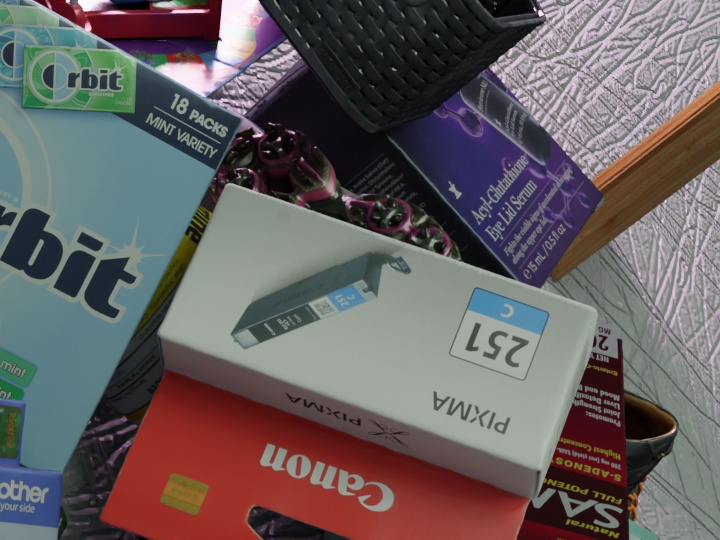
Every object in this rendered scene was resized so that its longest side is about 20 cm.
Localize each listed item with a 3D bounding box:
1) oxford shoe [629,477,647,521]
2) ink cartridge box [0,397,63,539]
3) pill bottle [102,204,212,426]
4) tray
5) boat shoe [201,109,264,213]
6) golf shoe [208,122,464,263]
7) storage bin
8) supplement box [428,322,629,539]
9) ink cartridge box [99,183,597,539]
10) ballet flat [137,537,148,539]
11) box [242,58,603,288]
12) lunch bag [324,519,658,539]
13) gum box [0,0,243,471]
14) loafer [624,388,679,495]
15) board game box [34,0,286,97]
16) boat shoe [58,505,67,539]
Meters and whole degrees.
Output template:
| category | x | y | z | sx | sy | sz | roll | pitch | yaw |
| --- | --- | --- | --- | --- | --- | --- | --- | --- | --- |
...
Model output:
| category | x | y | z | sx | sy | sz | roll | pitch | yaw |
| --- | --- | --- | --- | --- | --- | --- | --- | --- | --- |
| oxford shoe | 0.141 | 0.139 | 1.480 | 0.071 | 0.072 | 0.201 | 62 | 8 | -64 |
| ink cartridge box | -0.192 | 0.150 | 1.078 | 0.119 | 0.042 | 0.201 | 12 | 76 | -42 |
| pill bottle | -0.116 | 0.011 | 1.292 | 0.200 | 0.112 | 0.113 | 40 | 37 | -16 |
| tray | 0.205 | -0.075 | 1.648 | 0.037 | 0.200 | 0.099 | 49 | 35 | -1 |
| boat shoe | -0.036 | -0.011 | 1.446 | 0.201 | 0.073 | 0.067 | 60 | 31 | -10 |
| golf shoe | 0.000 | 0.000 | 1.318 | 0.200 | 0.072 | 0.092 | 40 | -19 | 37 |
| storage bin | 0.016 | -0.162 | 1.360 | 0.135 | 0.094 | 0.200 | 53 | 15 | 2 |
| supplement box | 0.080 | 0.105 | 1.282 | 0.108 | 0.061 | 0.201 | 14 | 43 | -10 |
| ink cartridge box | -0.006 | 0.069 | 1.194 | 0.199 | 0.045 | 0.177 | 18 | 64 | 9 |
| ballet flat | -0.097 | 0.176 | 1.215 | 0.066 | 0.057 | 0.200 | 46 | 36 | -9 |
| box | 0.033 | -0.060 | 1.527 | 0.200 | 0.104 | 0.148 | 47 | 36 | -7 |
| lunch bag | 0.056 | 0.186 | 1.321 | 0.199 | 0.122 | 0.171 | 31 | 41 | -24 |
| gum box | -0.177 | -0.025 | 1.188 | 0.169 | 0.201 | 0.045 | 29 | -4 | -17 |
| loafer | 0.090 | 0.067 | 1.411 | 0.199 | 0.072 | 0.073 | 21 | 52 | -21 |
| board game box | -0.128 | -0.147 | 1.313 | 0.157 | 0.039 | 0.200 | 22 | 34 | 20 |
| boat shoe | -0.220 | 0.114 | 1.125 | 0.199 | 0.066 | 0.075 | 19 | 47 | -38 |
